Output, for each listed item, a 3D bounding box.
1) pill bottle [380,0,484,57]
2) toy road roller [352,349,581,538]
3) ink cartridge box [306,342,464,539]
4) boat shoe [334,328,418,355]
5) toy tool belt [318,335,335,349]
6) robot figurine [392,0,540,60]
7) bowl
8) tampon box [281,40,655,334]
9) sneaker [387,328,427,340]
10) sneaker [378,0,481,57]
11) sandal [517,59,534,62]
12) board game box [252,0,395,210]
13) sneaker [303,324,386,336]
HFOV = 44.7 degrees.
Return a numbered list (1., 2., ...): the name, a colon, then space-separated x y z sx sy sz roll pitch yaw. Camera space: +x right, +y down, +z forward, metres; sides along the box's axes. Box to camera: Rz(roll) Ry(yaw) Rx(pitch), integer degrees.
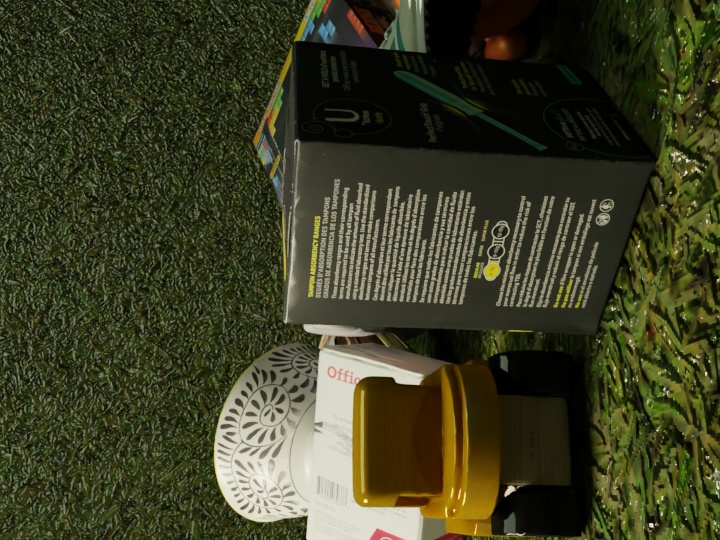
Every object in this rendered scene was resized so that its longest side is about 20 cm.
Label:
1. pill bottle: 0.032 -0.194 0.904 0.200 0.111 0.111 -53 29 40
2. toy road roller: 0.061 0.123 0.620 0.200 0.146 0.123 118 155 -73
3. ink cartridge box: 0.029 0.180 0.850 0.145 0.083 0.200 11 99 42
4. boat shoe: -0.001 0.081 0.979 0.200 0.068 0.072 43 171 39
5. toy tool belt: -0.003 0.148 1.239 0.123 0.125 0.200 -83 1 -50
6. robot figurine: 0.084 -0.247 0.715 0.200 0.144 0.117 -119 51 -77
7. bowl: -0.051 0.185 0.943 0.094 0.201 0.201 9 98 43
8. tampon box: 0.051 -0.054 0.558 0.150 0.200 0.126 -97 12 -55
9. sneaker: 0.043 0.024 0.971 0.075 0.082 0.200 50 153 22
10. sneaker: 0.035 -0.162 0.640 0.070 0.093 0.200 -42 -42 -35
11. sandal: 0.091 -0.152 0.749 0.203 0.082 0.050 -14 97 69
12. board game box: -0.027 -0.154 0.831 0.200 0.057 0.165 -62 35 31
13. sneaker: 0.000 0.000 0.889 0.200 0.077 0.112 -33 54 58
